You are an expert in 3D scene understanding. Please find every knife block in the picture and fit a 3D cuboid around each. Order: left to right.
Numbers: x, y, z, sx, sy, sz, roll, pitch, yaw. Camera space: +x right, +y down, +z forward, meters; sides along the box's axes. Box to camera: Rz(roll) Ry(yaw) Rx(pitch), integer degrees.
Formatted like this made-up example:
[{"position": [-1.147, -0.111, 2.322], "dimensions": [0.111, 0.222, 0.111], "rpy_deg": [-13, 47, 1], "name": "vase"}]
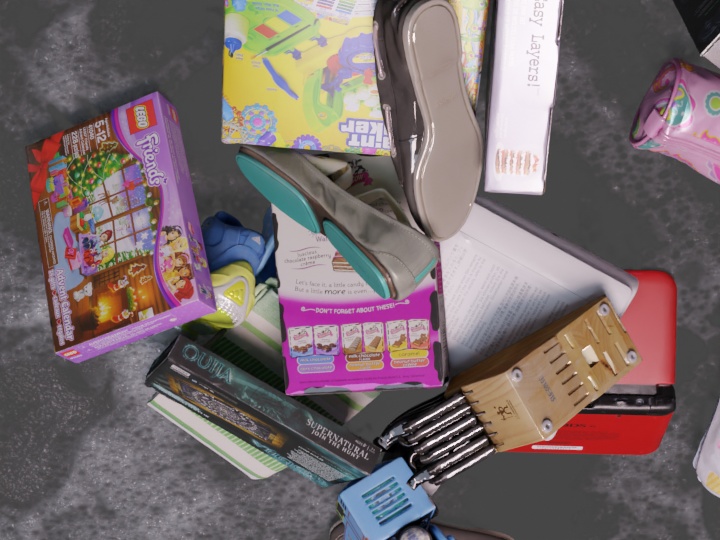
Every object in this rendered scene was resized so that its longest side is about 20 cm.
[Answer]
[{"position": [0.116, 0.107, 1.086], "dimensions": [0.175, 0.200, 0.064], "rpy_deg": [-26, 95, 55], "name": "knife block"}]

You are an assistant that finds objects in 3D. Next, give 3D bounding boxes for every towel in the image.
[{"position": [-0.087, 0.108, 1.194], "dimensions": [0.152, 0.023, 0.200], "rpy_deg": [39, 122, -14], "name": "towel"}]

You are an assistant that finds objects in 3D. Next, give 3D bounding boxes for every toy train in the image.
[{"position": [0.031, 0.253, 1.194], "dimensions": [0.087, 0.114, 0.200], "rpy_deg": [-27, 159, -14], "name": "toy train"}]

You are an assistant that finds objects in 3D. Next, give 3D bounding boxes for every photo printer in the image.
[{"position": [0.119, 0.033, 1.135], "dimensions": [0.200, 0.069, 0.167], "rpy_deg": [28, 99, 4], "name": "photo printer"}]

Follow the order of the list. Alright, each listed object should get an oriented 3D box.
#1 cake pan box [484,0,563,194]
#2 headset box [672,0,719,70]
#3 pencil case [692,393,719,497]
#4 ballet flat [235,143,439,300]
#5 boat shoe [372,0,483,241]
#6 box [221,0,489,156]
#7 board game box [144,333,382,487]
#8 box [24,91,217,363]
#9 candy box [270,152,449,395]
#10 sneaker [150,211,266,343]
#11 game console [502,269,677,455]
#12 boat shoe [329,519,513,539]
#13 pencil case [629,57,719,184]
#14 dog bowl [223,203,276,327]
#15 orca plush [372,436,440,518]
[{"position": [0.125, -0.184, 0.984], "dimensions": [0.052, 0.184, 0.201], "rpy_deg": [3, 120, 2], "name": "cake pan box"}, {"position": [0.333, -0.174, 0.967], "dimensions": [0.174, 0.200, 0.093], "rpy_deg": [35, 116, -14], "name": "headset box"}, {"position": [0.369, 0.121, 1.193], "dimensions": [0.090, 0.083, 0.201], "rpy_deg": [0, 120, -4], "name": "pencil case"}, {"position": [-0.016, -0.051, 1.014], "dimensions": [0.064, 0.200, 0.067], "rpy_deg": [-40, 149, -15], "name": "ballet flat"}, {"position": [0.048, -0.119, 0.969], "dimensions": [0.067, 0.057, 0.201], "rpy_deg": [-25, 126, -24], "name": "boat shoe"}, {"position": [-0.003, -0.202, 1.017], "dimensions": [0.199, 0.122, 0.193], "rpy_deg": [5, 119, 0], "name": "box"}, {"position": [-0.091, 0.128, 1.134], "dimensions": [0.200, 0.028, 0.135], "rpy_deg": [32, 159, -9], "name": "board game box"}, {"position": [-0.207, -0.038, 1.092], "dimensions": [0.136, 0.201, 0.039], "rpy_deg": [-20, 157, 13], "name": "box"}, {"position": [0.000, 0.000, 1.085], "dimensions": [0.136, 0.061, 0.201], "rpy_deg": [-3, 92, 9], "name": "candy box"}, {"position": [-0.146, 0.007, 1.164], "dimensions": [0.076, 0.105, 0.200], "rpy_deg": [42, 151, -30], "name": "sneaker"}, {"position": [0.192, 0.091, 1.226], "dimensions": [0.199, 0.119, 0.173], "rpy_deg": [1, 150, 4], "name": "game console"}, {"position": [0.067, 0.292, 1.313], "dimensions": [0.199, 0.057, 0.067], "rpy_deg": [7, 119, 0], "name": "boat shoe"}, {"position": [0.327, -0.103, 1.072], "dimensions": [0.199, 0.088, 0.088], "rpy_deg": [24, 118, -9], "name": "pencil case"}, {"position": [-0.058, 0.016, 1.183], "dimensions": [0.111, 0.050, 0.200], "rpy_deg": [25, 118, -10], "name": "dog bowl"}, {"position": [0.046, 0.179, 1.206], "dimensions": [0.071, 0.200, 0.106], "rpy_deg": [10, 82, -14], "name": "orca plush"}]
